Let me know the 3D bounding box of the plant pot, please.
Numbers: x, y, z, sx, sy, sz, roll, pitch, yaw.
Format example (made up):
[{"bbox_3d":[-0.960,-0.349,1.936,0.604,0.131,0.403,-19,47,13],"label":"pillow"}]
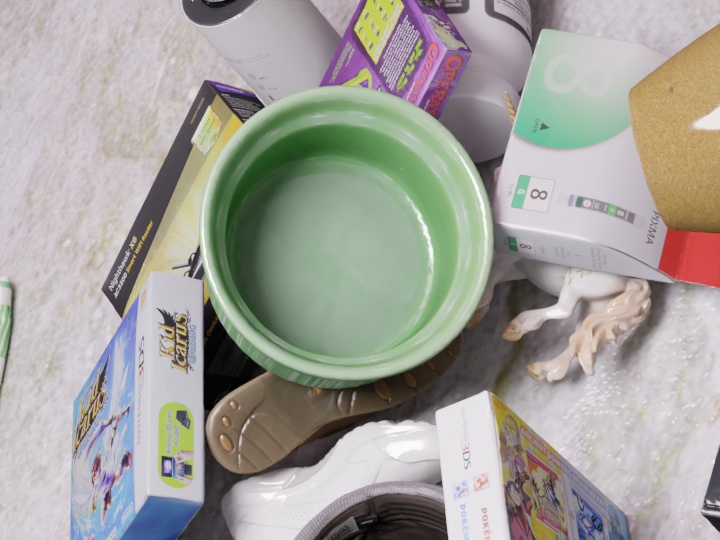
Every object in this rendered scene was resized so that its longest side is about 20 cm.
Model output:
[{"bbox_3d":[0.273,-0.097,1.282,0.198,0.187,0.188,-16,55,18],"label":"plant pot"}]

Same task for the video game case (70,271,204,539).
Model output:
[{"bbox_3d":[-0.166,0.130,1.518,0.200,0.045,0.183,126,149,-49],"label":"video game case"}]

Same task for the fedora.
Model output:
[{"bbox_3d":[0.031,0.236,1.350,0.176,0.091,0.201,-23,48,-7],"label":"fedora"}]

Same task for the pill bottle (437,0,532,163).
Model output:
[{"bbox_3d":[0.072,-0.191,1.581,0.115,0.116,0.202,-14,58,26],"label":"pill bottle"}]

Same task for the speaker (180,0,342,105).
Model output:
[{"bbox_3d":[-0.055,-0.165,1.594,0.081,0.200,0.082,-16,54,23],"label":"speaker"}]

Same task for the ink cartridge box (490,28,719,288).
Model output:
[{"bbox_3d":[0.201,-0.075,1.426,0.198,0.050,0.162,9,64,17],"label":"ink cartridge box"}]

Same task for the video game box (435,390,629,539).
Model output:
[{"bbox_3d":[0.116,0.196,1.262,0.046,0.200,0.184,-19,53,24],"label":"video game box"}]

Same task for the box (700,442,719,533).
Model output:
[{"bbox_3d":[0.320,0.084,1.272,0.163,0.086,0.201,6,66,37],"label":"box"}]

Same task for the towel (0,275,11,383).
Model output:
[{"bbox_3d":[-0.366,0.103,1.755,0.151,0.023,0.202,-9,58,28],"label":"towel"}]

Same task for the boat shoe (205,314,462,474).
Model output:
[{"bbox_3d":[-0.023,0.079,1.483,0.199,0.068,0.072,-27,90,-11],"label":"boat shoe"}]

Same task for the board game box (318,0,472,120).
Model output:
[{"bbox_3d":[0.008,-0.116,1.528,0.201,0.032,0.120,-62,36,32],"label":"board game box"}]

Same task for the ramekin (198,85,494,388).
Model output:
[{"bbox_3d":[-0.015,-0.015,1.416,0.198,0.098,0.202,2,76,-9],"label":"ramekin"}]

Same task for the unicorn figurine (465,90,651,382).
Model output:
[{"bbox_3d":[0.129,-0.009,1.474,0.137,0.074,0.200,-44,62,-10],"label":"unicorn figurine"}]

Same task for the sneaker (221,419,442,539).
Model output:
[{"bbox_3d":[-0.003,0.173,1.449,0.199,0.078,0.100,-28,58,26],"label":"sneaker"}]

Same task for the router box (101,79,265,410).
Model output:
[{"bbox_3d":[-0.108,-0.019,1.590,0.157,0.052,0.201,48,118,43],"label":"router box"}]
